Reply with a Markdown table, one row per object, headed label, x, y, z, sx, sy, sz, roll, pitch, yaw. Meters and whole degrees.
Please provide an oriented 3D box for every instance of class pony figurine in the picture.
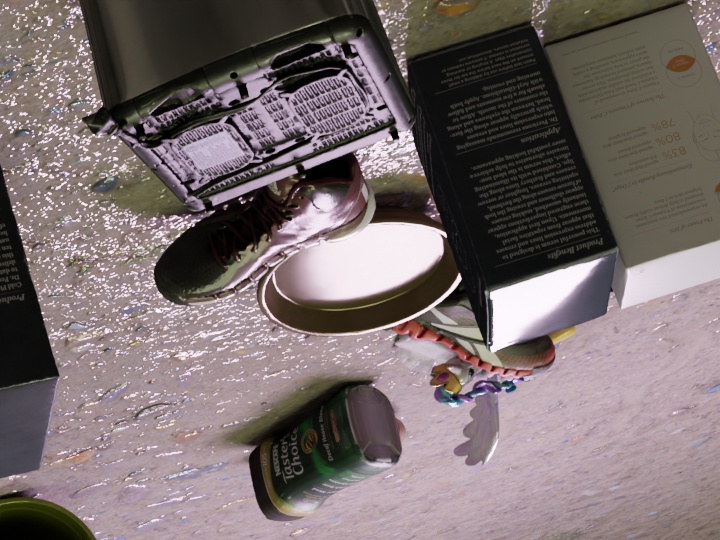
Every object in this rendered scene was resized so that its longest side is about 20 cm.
| label | x | y | z | sx | sy | sz | roll | pitch | yaw |
| --- | --- | --- | --- | --- | --- | --- | --- | --- | --- |
| pony figurine | 0.134 | 0.095 | 1.947 | 0.200 | 0.167 | 0.193 | -34 | 167 | -22 |

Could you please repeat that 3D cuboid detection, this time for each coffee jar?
| label | x | y | z | sx | sy | sz | roll | pitch | yaw |
| --- | --- | --- | --- | --- | --- | --- | --- | --- | --- |
| coffee jar | -0.047 | 0.219 | 2.140 | 0.085 | 0.105 | 0.200 | 10 | 146 | -42 |

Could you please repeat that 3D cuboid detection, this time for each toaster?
| label | x | y | z | sx | sy | sz | roll | pitch | yaw |
| --- | --- | --- | --- | --- | --- | --- | --- | --- | --- |
| toaster | -0.076 | -0.139 | 1.182 | 0.180 | 0.119 | 0.200 | -22 | 160 | 7 |

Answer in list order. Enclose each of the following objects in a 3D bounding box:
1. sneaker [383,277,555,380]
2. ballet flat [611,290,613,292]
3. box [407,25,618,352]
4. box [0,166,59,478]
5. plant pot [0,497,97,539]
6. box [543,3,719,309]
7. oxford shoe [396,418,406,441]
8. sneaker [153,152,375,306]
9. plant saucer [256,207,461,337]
| label | x | y | z | sx | sy | sz | roll | pitch | yaw |
| --- | --- | --- | --- | --- | --- | --- | --- | --- | --- |
| sneaker | 0.114 | 0.042 | 1.796 | 0.200 | 0.071 | 0.098 | 23 | 127 | -13 |
| ballet flat | 0.181 | 0.012 | 1.857 | 0.199 | 0.069 | 0.068 | -12 | 159 | -16 |
| box | 0.117 | -0.062 | 1.425 | 0.106 | 0.201 | 0.149 | -17 | 160 | -2 |
| box | -0.308 | 0.038 | 1.327 | 0.123 | 0.198 | 0.200 | -11 | 159 | -18 |
| plant pot | -0.410 | 0.379 | 2.156 | 0.199 | 0.202 | 0.193 | -11 | 171 | -17 |
| box | 0.234 | -0.091 | 1.450 | 0.124 | 0.201 | 0.098 | -17 | 160 | -2 |
| oxford shoe | -0.031 | 0.238 | 2.253 | 0.199 | 0.071 | 0.075 | -22 | 165 | 13 |
| sneaker | -0.086 | -0.050 | 1.488 | 0.199 | 0.076 | 0.116 | -27 | 155 | -8 |
| plant saucer | 0.000 | 0.000 | 1.686 | 0.199 | 0.030 | 0.200 | -9 | 149 | -6 |
